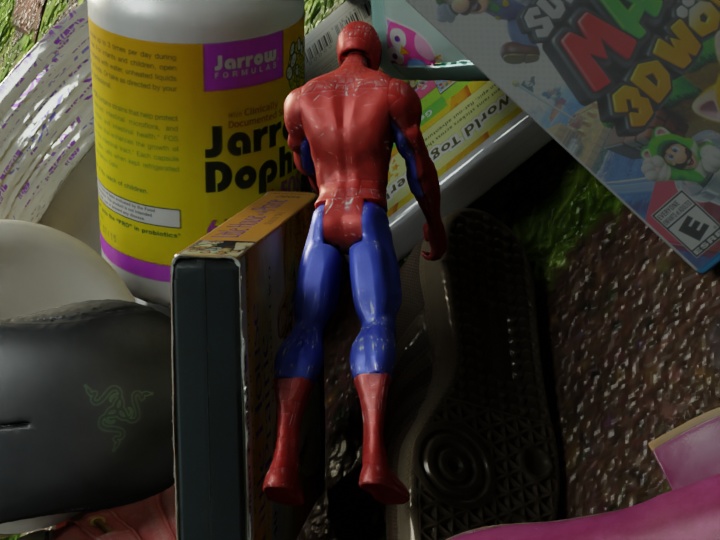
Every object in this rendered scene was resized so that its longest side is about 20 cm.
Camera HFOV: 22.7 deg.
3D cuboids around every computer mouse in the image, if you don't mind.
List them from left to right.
[{"bbox_3d":[-0.158,0.070,0.744,0.053,0.198,0.140,-35,-67,-85],"label":"computer mouse"}]

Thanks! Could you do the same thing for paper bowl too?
[{"bbox_3d":[-0.128,-0.068,1.011,0.201,0.104,0.201,-46,-6,-7],"label":"paper bowl"}]

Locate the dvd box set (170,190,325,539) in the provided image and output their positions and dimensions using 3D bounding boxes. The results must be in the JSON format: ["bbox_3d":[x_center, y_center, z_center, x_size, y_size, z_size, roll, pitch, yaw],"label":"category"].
[{"bbox_3d":[-0.043,0.050,0.759,0.200,0.029,0.148,-49,-41,-79],"label":"dvd box set"}]

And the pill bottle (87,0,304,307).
[{"bbox_3d":[-0.078,-0.090,0.863,0.104,0.103,0.201,-130,35,-58],"label":"pill bottle"}]

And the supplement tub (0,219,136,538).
[{"bbox_3d":[-0.198,0.063,0.890,0.200,0.144,0.145,-23,48,61],"label":"supplement tub"}]

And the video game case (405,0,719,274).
[{"bbox_3d":[0.106,-0.108,0.652,0.143,0.200,0.018,-43,11,31],"label":"video game case"}]

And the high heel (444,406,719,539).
[{"bbox_3d":[0.073,0.130,0.621,0.199,0.067,0.096,-31,29,11],"label":"high heel"}]

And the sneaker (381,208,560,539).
[{"bbox_3d":[0.037,0.070,0.756,0.076,0.070,0.201,-49,24,45],"label":"sneaker"}]

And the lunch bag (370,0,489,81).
[{"bbox_3d":[0.095,-0.170,0.746,0.169,0.122,0.201,2,67,32],"label":"lunch bag"}]

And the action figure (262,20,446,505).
[{"bbox_3d":[0.000,0.000,0.730,0.065,0.099,0.202,-2,70,13],"label":"action figure"}]

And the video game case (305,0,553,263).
[{"bbox_3d":[0.056,-0.112,0.855,0.200,0.023,0.183,-38,37,15],"label":"video game case"}]

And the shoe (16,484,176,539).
[{"bbox_3d":[-0.110,0.143,0.840,0.200,0.090,0.072,133,115,-79],"label":"shoe"}]

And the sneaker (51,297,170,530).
[{"bbox_3d":[-0.099,0.076,0.949,0.082,0.077,0.202,16,92,56],"label":"sneaker"}]
